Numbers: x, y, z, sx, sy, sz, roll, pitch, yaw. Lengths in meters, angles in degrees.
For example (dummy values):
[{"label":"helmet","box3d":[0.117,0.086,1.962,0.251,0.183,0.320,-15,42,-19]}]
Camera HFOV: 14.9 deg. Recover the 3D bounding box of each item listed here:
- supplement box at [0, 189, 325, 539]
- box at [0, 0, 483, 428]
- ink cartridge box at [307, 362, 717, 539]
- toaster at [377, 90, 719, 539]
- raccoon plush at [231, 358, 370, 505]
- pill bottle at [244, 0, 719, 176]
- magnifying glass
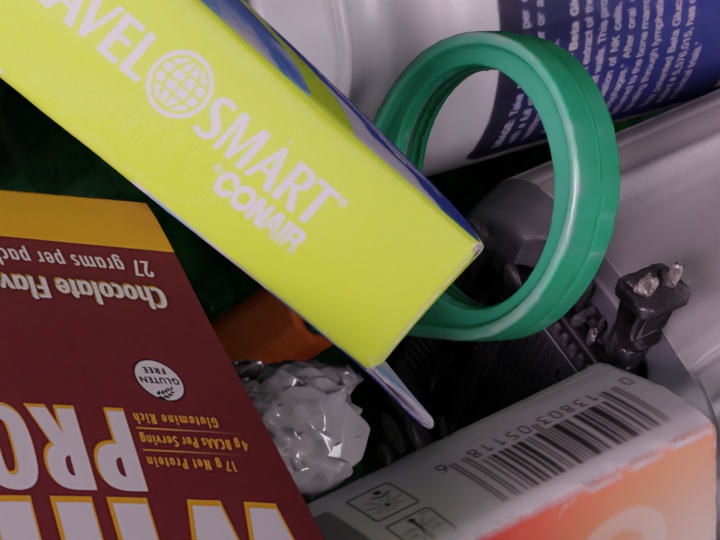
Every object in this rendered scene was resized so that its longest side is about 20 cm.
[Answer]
[{"label":"supplement box","box3d":[-0.103,0.119,0.572,0.132,0.198,0.201,4,131,-39]},{"label":"box","box3d":[-0.053,-0.055,0.656,0.048,0.122,0.200,-47,121,5]},{"label":"ink cartridge box","box3d":[0.020,0.143,0.698,0.161,0.050,0.201,-23,121,-31]},{"label":"toaster","box3d":[0.094,0.022,0.814,0.129,0.200,0.114,-27,67,-27]},{"label":"raccoon plush","box3d":[-0.110,0.018,0.698,0.134,0.199,0.097,32,48,-38]},{"label":"pill bottle","box3d":[0.036,-0.090,0.818,0.199,0.111,0.112,-16,103,-29]},{"label":"magnifying glass","box3d":[0.000,0.000,0.761,0.022,0.200,0.080,-3,69,-38]}]
